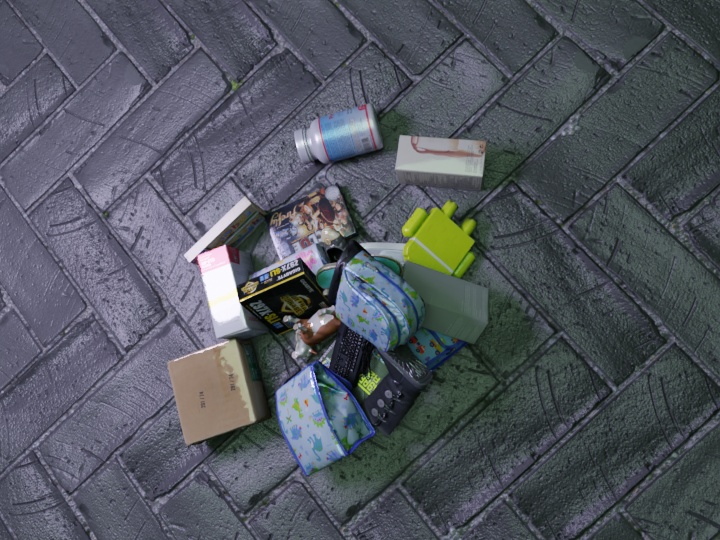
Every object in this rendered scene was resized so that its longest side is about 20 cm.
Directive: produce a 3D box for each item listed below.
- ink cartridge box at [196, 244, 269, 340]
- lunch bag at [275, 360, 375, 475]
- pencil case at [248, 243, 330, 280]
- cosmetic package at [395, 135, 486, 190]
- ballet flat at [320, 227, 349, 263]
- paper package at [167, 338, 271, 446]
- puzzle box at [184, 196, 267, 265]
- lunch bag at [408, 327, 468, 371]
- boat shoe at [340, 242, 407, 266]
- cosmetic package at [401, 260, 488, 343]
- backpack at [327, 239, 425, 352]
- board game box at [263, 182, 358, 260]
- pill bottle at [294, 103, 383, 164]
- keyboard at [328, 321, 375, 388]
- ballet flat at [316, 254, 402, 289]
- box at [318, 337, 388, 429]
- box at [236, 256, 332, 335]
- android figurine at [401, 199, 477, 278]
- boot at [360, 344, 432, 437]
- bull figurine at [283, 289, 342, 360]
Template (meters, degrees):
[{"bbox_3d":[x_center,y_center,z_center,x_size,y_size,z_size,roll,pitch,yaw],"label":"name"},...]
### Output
[{"bbox_3d":[-0.296,0.057,1.364,0.083,0.145,0.202,-19,79,8],"label":"ink cartridge box"},{"bbox_3d":[-0.092,0.316,1.272,0.170,0.127,0.201,-40,80,38],"label":"lunch bag"},{"bbox_3d":[-0.162,0.014,1.365,0.198,0.083,0.091,-24,101,8],"label":"pencil case"},{"bbox_3d":[0.186,-0.248,1.345,0.198,0.103,0.088,6,81,9],"label":"cosmetic package"},{"bbox_3d":[-0.040,-0.006,1.329,0.066,0.057,0.202,-8,114,40],"label":"ballet flat"},{"bbox_3d":[-0.328,0.281,1.360,0.189,0.103,0.202,-19,78,5],"label":"paper package"},{"bbox_3d":[-0.316,-0.085,1.395,0.200,0.133,0.025,-44,77,2],"label":"puzzle box"},{"bbox_3d":[0.148,0.133,1.295,0.199,0.094,0.151,-31,65,-24],"label":"lunch bag"},{"bbox_3d":[0.047,-0.022,1.352,0.198,0.070,0.072,0,76,7],"label":"boat shoe"},{"bbox_3d":[0.169,0.068,1.250,0.198,0.091,0.107,18,46,-1],"label":"cosmetic package"},{"bbox_3d":[0.031,0.064,1.149,0.198,0.164,0.154,27,46,9],"label":"backpack"},{"bbox_3d":[-0.120,-0.109,1.413,0.198,0.035,0.137,-24,79,6],"label":"board game box"},{"bbox_3d":[-0.052,-0.320,1.394,0.198,0.109,0.110,-14,80,7],"label":"pill bottle"},{"bbox_3d":[-0.013,0.164,1.262,0.103,0.040,0.202,23,112,22],"label":"keyboard"},{"bbox_3d":[0.000,0.000,1.272,0.198,0.069,0.070,-5,81,17],"label":"ballet flat"},{"bbox_3d":[0.008,0.237,1.335,0.200,0.044,0.161,41,90,13],"label":"box"},{"bbox_3d":[-0.163,0.063,1.311,0.158,0.200,0.050,-22,58,7],"label":"box"},{"bbox_3d":[0.174,-0.054,1.315,0.181,0.041,0.201,37,83,-13],"label":"android figurine"},{"bbox_3d":[0.051,0.234,1.231,0.065,0.201,0.165,-19,58,-38],"label":"boot"},{"bbox_3d":[-0.097,0.124,1.322,0.199,0.121,0.065,-37,51,13],"label":"bull figurine"}]
